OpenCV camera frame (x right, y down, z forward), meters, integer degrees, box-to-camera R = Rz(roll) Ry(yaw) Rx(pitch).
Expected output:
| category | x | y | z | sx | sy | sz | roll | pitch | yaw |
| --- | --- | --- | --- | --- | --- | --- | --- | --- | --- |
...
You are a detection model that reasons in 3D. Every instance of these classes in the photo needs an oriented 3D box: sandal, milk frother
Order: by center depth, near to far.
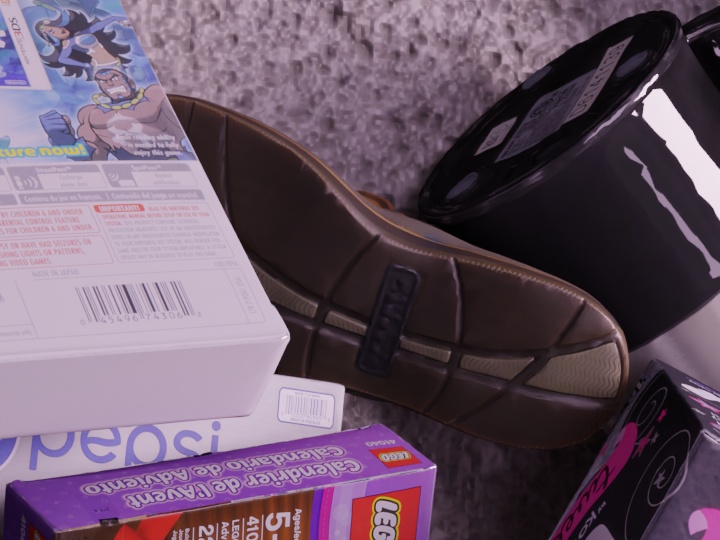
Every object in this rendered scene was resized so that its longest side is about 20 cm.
| category | x | y | z | sx | sy | sz | roll | pitch | yaw |
| --- | --- | --- | --- | --- | --- | --- | --- | --- | --- |
| sandal | 0.000 | 0.000 | 0.977 | 0.200 | 0.055 | 0.082 | 20 | 104 | 1 |
| milk frother | 0.162 | -0.014 | 1.009 | 0.188 | 0.200 | 0.181 | 51 | 59 | -15 |

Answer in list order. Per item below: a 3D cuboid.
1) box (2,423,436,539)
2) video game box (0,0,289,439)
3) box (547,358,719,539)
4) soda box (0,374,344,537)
| category | x | y | z | sx | sy | sz | roll | pitch | yaw |
| --- | --- | --- | --- | --- | --- | --- | --- | --- | --- |
| box | -0.051 | 0.155 | 0.908 | 0.137 | 0.039 | 0.200 | -8 | 115 | -30 |
| video game box | -0.147 | -0.026 | 0.867 | 0.200 | 0.047 | 0.182 | -3 | 50 | -30 |
| box | 0.110 | 0.153 | 0.939 | 0.132 | 0.115 | 0.200 | 28 | 97 | -8 |
| soda box | -0.108 | 0.057 | 0.919 | 0.200 | 0.068 | 0.064 | 10 | 80 | -28 |
